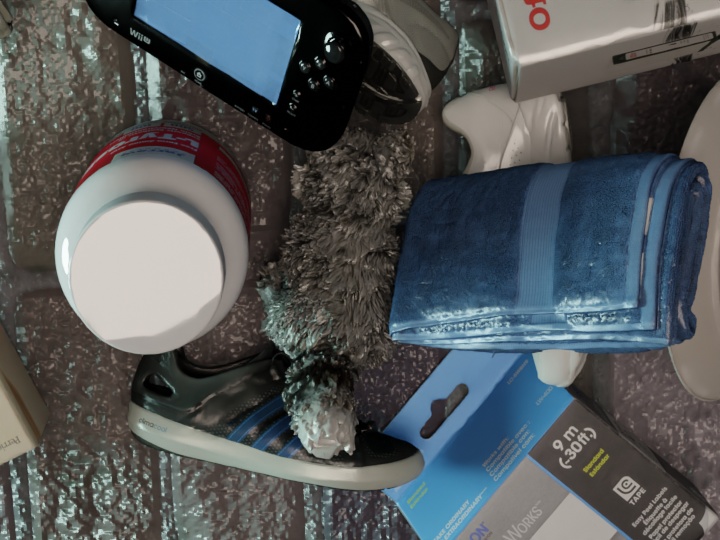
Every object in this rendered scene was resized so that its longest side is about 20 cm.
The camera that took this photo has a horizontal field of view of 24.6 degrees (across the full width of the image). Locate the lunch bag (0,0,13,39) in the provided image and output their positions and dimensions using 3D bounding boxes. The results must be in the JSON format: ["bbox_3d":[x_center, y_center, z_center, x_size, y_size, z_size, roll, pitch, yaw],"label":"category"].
[{"bbox_3d":[-0.305,-0.198,0.949,0.162,0.118,0.202,-19,112,-2],"label":"lunch bag"}]

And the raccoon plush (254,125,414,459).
[{"bbox_3d":[0.000,0.000,0.995,0.095,0.201,0.135,1,124,-17],"label":"raccoon plush"}]

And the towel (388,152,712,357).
[{"bbox_3d":[0.103,-0.009,0.943,0.048,0.198,0.113,22,71,-43],"label":"towel"}]

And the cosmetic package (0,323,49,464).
[{"bbox_3d":[-0.290,0.038,1.045,0.104,0.071,0.202,-27,103,3],"label":"cosmetic package"}]

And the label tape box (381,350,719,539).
[{"bbox_3d":[0.115,0.149,1.100,0.199,0.063,0.145,39,98,-11],"label":"label tape box"}]

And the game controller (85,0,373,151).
[{"bbox_3d":[-0.082,-0.154,0.985,0.199,0.042,0.105,33,123,13],"label":"game controller"}]

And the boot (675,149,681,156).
[{"bbox_3d":[0.194,0.004,1.024,0.199,0.074,0.109,-32,120,-39],"label":"boot"}]

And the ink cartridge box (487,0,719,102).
[{"bbox_3d":[0.168,-0.200,0.985,0.197,0.084,0.148,-13,80,1],"label":"ink cartridge box"}]

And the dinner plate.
[{"bbox_3d":[0.232,-0.020,0.999,0.024,0.199,0.203,10,107,34],"label":"dinner plate"}]

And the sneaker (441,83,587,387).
[{"bbox_3d":[0.096,-0.023,1.056,0.098,0.078,0.203,-9,90,9],"label":"sneaker"}]

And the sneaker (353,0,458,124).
[{"bbox_3d":[-0.023,-0.180,1.017,0.200,0.074,0.079,44,56,-2],"label":"sneaker"}]

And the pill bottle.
[{"bbox_3d":[-0.120,-0.020,0.975,0.111,0.200,0.114,-1,104,-3],"label":"pill bottle"}]

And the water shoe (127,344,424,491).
[{"bbox_3d":[-0.051,0.090,1.069,0.197,0.072,0.080,11,93,-2],"label":"water shoe"}]
